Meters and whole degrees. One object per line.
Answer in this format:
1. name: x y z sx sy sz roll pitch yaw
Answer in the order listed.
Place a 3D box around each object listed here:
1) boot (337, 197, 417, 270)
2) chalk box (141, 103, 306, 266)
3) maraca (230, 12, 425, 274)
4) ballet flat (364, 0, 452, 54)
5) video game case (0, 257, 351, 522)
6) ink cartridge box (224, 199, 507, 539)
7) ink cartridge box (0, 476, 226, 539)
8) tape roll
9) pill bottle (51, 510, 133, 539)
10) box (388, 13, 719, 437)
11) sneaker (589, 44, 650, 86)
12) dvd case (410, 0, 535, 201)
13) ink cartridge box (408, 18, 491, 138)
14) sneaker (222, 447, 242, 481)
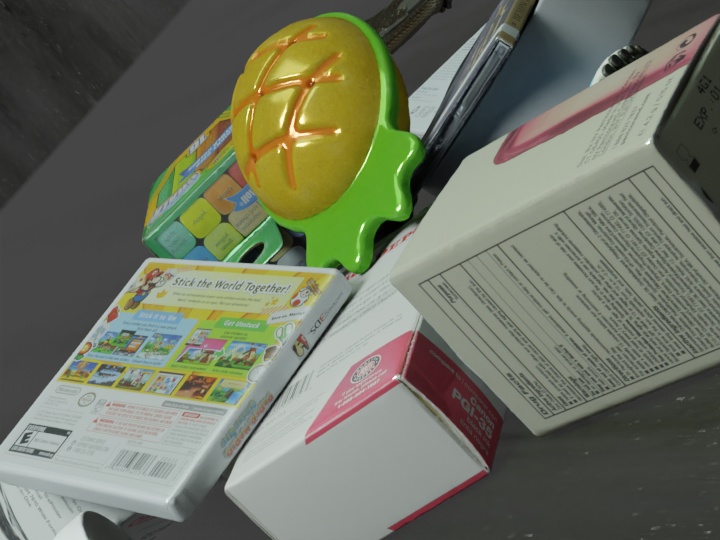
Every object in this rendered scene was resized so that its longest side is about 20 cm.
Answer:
1. boot: 0.000 0.000 1.476 0.174 0.069 0.202 118 164 -76
2. chalk box: -0.095 -0.040 1.730 0.125 0.124 0.200 -42 15 10
3. maraca: -0.019 -0.082 1.339 0.137 0.106 0.201 -53 41 25
4. ballet flat: 0.025 -0.233 2.085 0.200 0.046 0.068 -41 46 35
5. video game case: -0.120 0.067 1.296 0.199 0.023 0.182 3 49 49
6. ink cartridge box: 0.019 0.063 1.242 0.146 0.083 0.200 -35 18 31
7. ink cartridge box: -0.206 0.173 1.445 0.200 0.084 0.145 -39 -11 20
8. tape roll: 0.117 -0.125 1.401 0.201 0.066 0.200 -59 2 4
9. pill bottle: -0.218 0.247 1.322 0.200 0.111 0.111 -43 15 7
10. box: 0.135 -0.018 1.065 0.199 0.128 0.109 -27 23 47
11. sneaker: 0.137 -0.059 1.270 0.090 0.078 0.200 -37 13 51
12. dvd case: 0.078 -0.137 1.381 0.149 0.016 0.200 -57 4 35
13. ink cartridge box: 0.119 -0.165 1.653 0.200 0.041 0.199 -46 15 -6
14. sneaker: -0.079 0.088 1.425 0.076 0.088 0.200 -45 14 3
